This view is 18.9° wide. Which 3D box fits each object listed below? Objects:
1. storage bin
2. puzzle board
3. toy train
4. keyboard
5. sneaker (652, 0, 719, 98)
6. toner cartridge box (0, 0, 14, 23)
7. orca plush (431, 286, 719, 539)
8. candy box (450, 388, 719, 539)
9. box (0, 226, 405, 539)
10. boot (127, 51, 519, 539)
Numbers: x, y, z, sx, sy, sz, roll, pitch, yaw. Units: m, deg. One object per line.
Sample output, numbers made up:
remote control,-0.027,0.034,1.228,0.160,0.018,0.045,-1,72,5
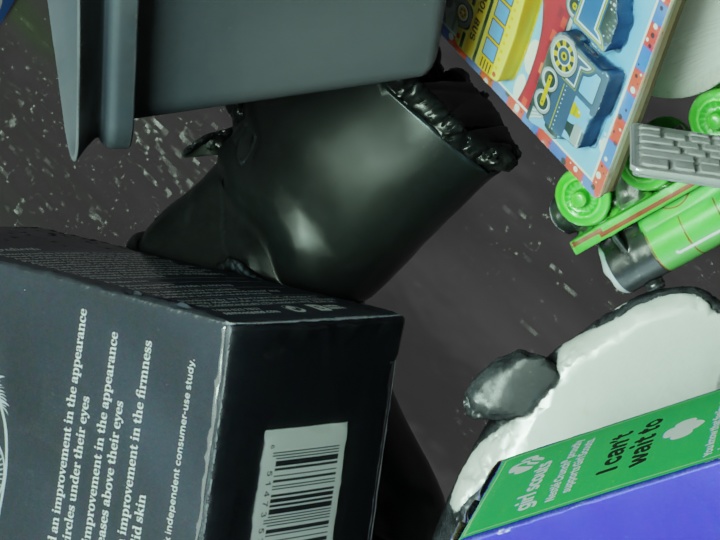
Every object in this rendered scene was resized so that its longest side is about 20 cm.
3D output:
storage bin,-0.048,-0.138,0.782,0.146,0.133,0.201,99,163,-46
puzzle board,0.066,-0.147,0.747,0.151,0.017,0.201,49,139,34
toy train,0.157,-0.052,0.783,0.199,0.042,0.057,-31,90,28
keyboard,0.187,-0.026,0.715,0.198,0.056,0.011,9,104,4
sneaker,0.163,-0.143,0.747,0.199,0.089,0.075,-29,122,33
toner cartridge box,-0.238,-0.063,0.973,0.043,0.095,0.201,43,114,19
orca plush,0.077,0.094,0.832,0.104,0.071,0.202,19,95,-1
candy box,0.151,0.118,0.665,0.199,0.077,0.170,-20,98,20
box,-0.099,0.069,0.806,0.199,0.104,0.149,14,99,36
boot,0.001,0.000,0.853,0.198,0.073,0.163,48,112,19
